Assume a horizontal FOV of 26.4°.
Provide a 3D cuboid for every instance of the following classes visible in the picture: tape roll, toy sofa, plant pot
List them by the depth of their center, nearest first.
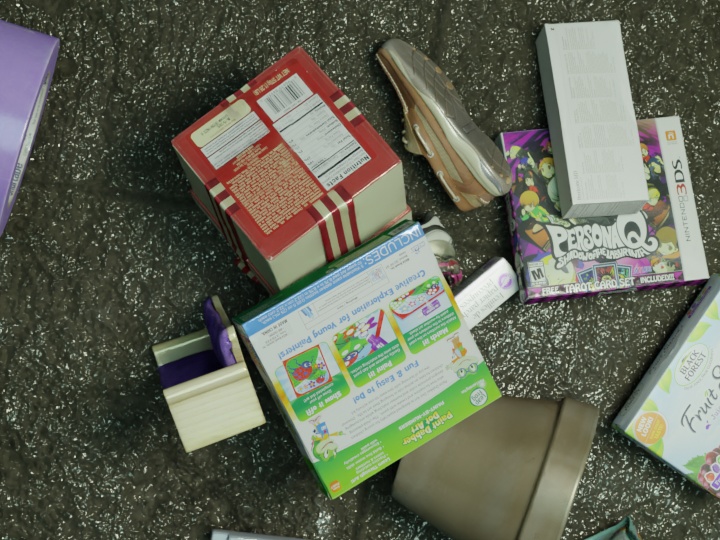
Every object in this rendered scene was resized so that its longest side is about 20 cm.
[{"bbox_3d":[-0.352,-0.136,1.444,0.085,0.200,0.200,18,90,-10],"label":"tape roll"},{"bbox_3d":[-0.155,0.096,1.491,0.083,0.200,0.098,-20,103,-7],"label":"toy sofa"},{"bbox_3d":[0.130,0.205,1.562,0.173,0.200,0.200,18,90,6],"label":"plant pot"}]

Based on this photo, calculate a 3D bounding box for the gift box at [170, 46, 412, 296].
[{"bbox_3d":[-0.066,-0.095,1.501,0.184,0.187,0.200,-33,71,-7],"label":"gift box"}]

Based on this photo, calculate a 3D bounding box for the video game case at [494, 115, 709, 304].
[{"bbox_3d":[0.252,-0.064,1.608,0.200,0.036,0.181,-6,78,-9],"label":"video game case"}]

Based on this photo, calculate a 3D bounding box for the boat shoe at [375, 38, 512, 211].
[{"bbox_3d":[0.073,-0.147,1.576,0.072,0.076,0.200,-38,83,27],"label":"boat shoe"}]

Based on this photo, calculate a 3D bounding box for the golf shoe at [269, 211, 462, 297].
[{"bbox_3d":[0.000,0.000,1.585,0.200,0.073,0.092,-14,61,-2],"label":"golf shoe"}]

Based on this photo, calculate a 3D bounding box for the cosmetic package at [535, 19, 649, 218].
[{"bbox_3d":[0.237,-0.156,1.584,0.082,0.051,0.200,-3,74,-10],"label":"cosmetic package"}]

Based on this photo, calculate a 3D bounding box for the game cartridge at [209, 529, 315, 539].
[{"bbox_3d":[-0.104,0.374,1.599,0.133,0.041,0.200,9,92,-6],"label":"game cartridge"}]

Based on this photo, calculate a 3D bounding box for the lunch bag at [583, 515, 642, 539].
[{"bbox_3d":[0.241,0.384,1.615,0.200,0.122,0.170,-28,100,2],"label":"lunch bag"}]

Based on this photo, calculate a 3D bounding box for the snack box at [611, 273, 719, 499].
[{"bbox_3d":[0.382,0.123,1.627,0.142,0.053,0.200,34,88,-8],"label":"snack box"}]

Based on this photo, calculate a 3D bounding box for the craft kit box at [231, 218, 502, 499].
[{"bbox_3d":[0.009,0.084,1.465,0.200,0.049,0.198,-29,103,-13],"label":"craft kit box"}]

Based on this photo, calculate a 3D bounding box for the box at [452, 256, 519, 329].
[{"bbox_3d":[0.081,0.062,1.608,0.200,0.041,0.039,-39,99,-4],"label":"box"}]
